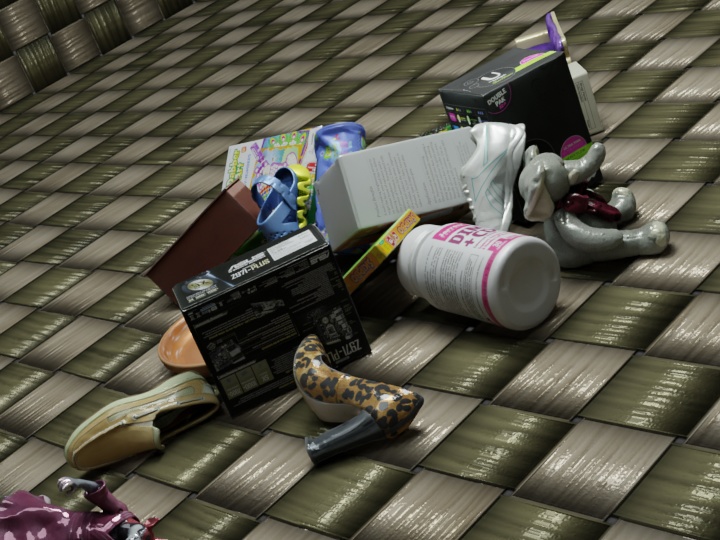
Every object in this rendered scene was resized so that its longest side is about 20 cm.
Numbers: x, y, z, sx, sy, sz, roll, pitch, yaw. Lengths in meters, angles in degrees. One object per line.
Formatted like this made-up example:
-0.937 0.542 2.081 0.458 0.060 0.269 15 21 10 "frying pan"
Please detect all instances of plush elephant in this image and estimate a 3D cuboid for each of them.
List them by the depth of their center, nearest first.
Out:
0.267 -0.092 1.643 0.200 0.155 0.165 -18 24 7 "plush elephant"

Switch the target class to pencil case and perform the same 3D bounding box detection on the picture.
-0.030 -0.117 1.903 0.087 0.200 0.078 -6 -13 19 "pencil case"

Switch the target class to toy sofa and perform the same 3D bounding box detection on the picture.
0.319 -0.373 2.255 0.083 0.098 0.200 -17 25 9 "toy sofa"

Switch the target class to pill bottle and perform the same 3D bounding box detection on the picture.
0.141 0.002 1.603 0.113 0.114 0.200 -35 27 -27 "pill bottle"

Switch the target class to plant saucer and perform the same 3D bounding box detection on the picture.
-0.180 0.088 1.781 0.200 0.038 0.200 -17 25 8 "plant saucer"

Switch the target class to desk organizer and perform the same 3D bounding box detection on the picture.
-0.228 -0.041 1.952 0.200 0.077 0.072 -44 5 22 "desk organizer"

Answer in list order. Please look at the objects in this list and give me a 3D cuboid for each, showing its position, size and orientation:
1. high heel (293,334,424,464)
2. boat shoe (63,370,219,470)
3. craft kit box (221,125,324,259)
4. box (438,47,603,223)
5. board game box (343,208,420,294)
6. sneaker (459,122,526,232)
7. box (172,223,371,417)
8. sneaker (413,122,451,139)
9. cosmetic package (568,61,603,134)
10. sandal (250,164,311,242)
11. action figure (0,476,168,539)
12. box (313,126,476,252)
-0.002 0.126 1.502 0.142 0.071 0.200 -24 40 10 "high heel"
-0.268 0.195 1.604 0.200 0.072 0.076 -31 41 -16 "boat shoe"
-0.134 -0.111 1.998 0.197 0.048 0.200 -10 65 39 "craft kit box"
0.227 -0.193 1.827 0.148 0.200 0.124 -30 23 -19 "box"
0.000 0.000 1.728 0.200 0.030 0.096 -42 4 46 "board game box"
0.168 -0.100 1.722 0.080 0.201 0.070 9 -3 2 "sneaker"
-0.110 0.061 1.626 0.200 0.164 0.086 -25 24 -7 "box"
0.125 -0.182 2.055 0.078 0.085 0.200 -22 8 16 "sneaker"
0.264 -0.238 2.015 0.200 0.104 0.073 -20 24 2 "cosmetic package"
-0.117 -0.060 1.869 0.079 0.200 0.087 -20 -19 40 "sandal"
-0.303 0.299 1.414 0.200 0.134 0.149 -3 -15 10 "action figure"
0.056 -0.111 1.802 0.200 0.107 0.152 -15 -6 -17 "box"
